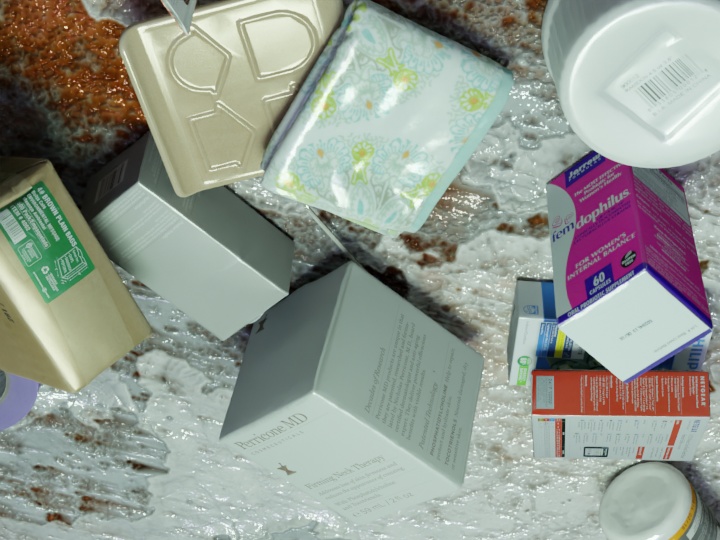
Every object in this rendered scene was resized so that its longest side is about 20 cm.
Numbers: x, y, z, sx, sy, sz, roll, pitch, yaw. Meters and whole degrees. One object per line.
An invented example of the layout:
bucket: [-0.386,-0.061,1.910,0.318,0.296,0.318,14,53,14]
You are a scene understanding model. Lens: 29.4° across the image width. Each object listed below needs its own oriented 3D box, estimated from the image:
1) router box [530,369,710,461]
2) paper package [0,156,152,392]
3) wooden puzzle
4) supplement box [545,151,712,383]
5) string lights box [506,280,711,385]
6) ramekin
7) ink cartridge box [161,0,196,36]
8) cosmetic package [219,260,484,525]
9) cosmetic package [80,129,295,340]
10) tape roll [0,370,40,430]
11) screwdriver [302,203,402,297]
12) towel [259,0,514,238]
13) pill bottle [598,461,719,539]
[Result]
router box: [0.271,0.157,1.455,0.178,0.049,0.200,0,160,8]
paper package: [-0.317,0.001,1.294,0.190,0.103,0.201,7,131,52]
wooden puzzle: [-0.099,-0.171,1.246,0.198,0.046,0.186,-16,130,1]
supplement box: [0.244,-0.016,1.267,0.103,0.201,0.101,38,123,-25]
string lights box: [0.258,0.070,1.436,0.198,0.059,0.103,3,132,1]
ramekin: [0.258,-0.185,1.184,0.199,0.098,0.202,2,132,2]
ink cartridge box: [-0.207,-0.286,1.114,0.050,0.109,0.200,-21,127,21]
cosmetic package: [-0.006,0.131,1.416,0.199,0.167,0.167,35,139,-25]
cosmetic package: [-0.170,-0.031,1.356,0.107,0.091,0.200,-32,126,30]
tape roll: [-0.435,0.080,1.471,0.198,0.085,0.201,1,131,1]
screwdriver: [0.000,0.000,1.405,0.028,0.029,0.200,-26,131,24]
towel: [0.022,-0.130,1.246,0.170,0.048,0.201,18,119,-28]
pill bottle: [0.373,0.326,1.619,0.116,0.117,0.200,-25,125,23]
